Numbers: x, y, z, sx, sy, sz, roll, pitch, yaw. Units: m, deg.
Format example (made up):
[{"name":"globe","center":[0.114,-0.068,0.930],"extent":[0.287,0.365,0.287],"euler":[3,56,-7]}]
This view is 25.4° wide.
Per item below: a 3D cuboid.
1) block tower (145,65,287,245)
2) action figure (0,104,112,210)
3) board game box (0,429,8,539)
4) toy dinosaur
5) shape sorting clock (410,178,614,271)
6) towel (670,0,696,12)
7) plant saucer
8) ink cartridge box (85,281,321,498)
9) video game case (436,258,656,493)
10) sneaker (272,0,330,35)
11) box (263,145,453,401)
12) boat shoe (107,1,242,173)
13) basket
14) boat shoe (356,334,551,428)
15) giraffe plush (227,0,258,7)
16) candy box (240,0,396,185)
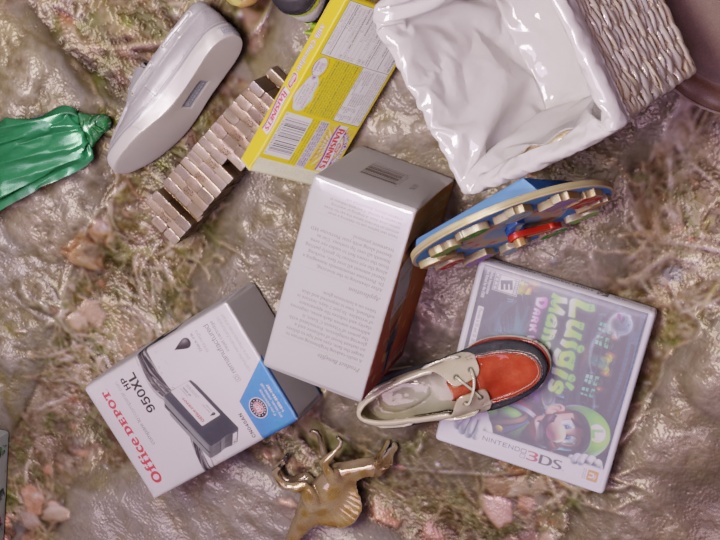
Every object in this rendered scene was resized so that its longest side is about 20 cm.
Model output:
[{"name":"block tower","center":[-0.138,-0.116,1.622],"extent":[0.054,0.058,0.200],"euler":[44,111,1]},{"name":"action figure","center":[-0.352,-0.124,1.688],"extent":[0.199,0.055,0.119],"euler":[-18,97,14]},{"name":"board game box","center":[-0.486,0.271,1.831],"extent":[0.147,0.064,0.201],"euler":[10,108,15]},{"name":"toy dinosaur","center":[-0.049,0.237,1.689],"extent":[0.101,0.058,0.200],"euler":[44,112,1]},{"name":"shape sorting clock","center":[0.142,-0.040,1.481],"extent":[0.199,0.200,0.039],"euler":[-28,76,22]},{"name":"towel","center":[0.268,-0.305,1.460],"extent":[0.199,0.030,0.147],"euler":[-30,94,22]},{"name":"plant saucer","center":[0.352,-0.234,1.431],"extent":[0.199,0.032,0.201],"euler":[5,121,9]},{"name":"ink cartridge box","center":[-0.166,0.128,1.681],"extent":[0.199,0.084,0.145],"euler":[-31,94,22]},{"name":"video game case","center":[0.183,0.105,1.600],"extent":[0.181,0.023,0.201],"euler":[17,109,12]},{"name":"sneaker","center":[-0.034,-0.326,1.532],"extent":[0.071,0.083,0.201],"euler":[15,85,33]},{"name":"box","center":[0.000,0.000,1.558],"extent":[0.106,0.152,0.201],"euler":[20,110,11]},{"name":"boat shoe","center":[-0.201,-0.186,1.621],"extent":[0.069,0.072,0.200],"euler":[51,121,22]},{"name":"basket","center":[0.155,-0.205,1.422],"extent":[0.198,0.161,0.201],"euler":[-23,97,47]},{"name":"boat shoe","center":[0.092,0.115,1.587],"extent":[0.199,0.063,0.072],"euler":[-13,99,19]},{"name":"giraffe plush","center":[-0.180,-0.355,1.526],"extent":[0.162,0.200,0.173],"euler":[15,77,37]},{"name":"candy box","center":[-0.029,-0.175,1.553],"extent":[0.026,0.102,0.201],"euler":[49,117,38]}]
